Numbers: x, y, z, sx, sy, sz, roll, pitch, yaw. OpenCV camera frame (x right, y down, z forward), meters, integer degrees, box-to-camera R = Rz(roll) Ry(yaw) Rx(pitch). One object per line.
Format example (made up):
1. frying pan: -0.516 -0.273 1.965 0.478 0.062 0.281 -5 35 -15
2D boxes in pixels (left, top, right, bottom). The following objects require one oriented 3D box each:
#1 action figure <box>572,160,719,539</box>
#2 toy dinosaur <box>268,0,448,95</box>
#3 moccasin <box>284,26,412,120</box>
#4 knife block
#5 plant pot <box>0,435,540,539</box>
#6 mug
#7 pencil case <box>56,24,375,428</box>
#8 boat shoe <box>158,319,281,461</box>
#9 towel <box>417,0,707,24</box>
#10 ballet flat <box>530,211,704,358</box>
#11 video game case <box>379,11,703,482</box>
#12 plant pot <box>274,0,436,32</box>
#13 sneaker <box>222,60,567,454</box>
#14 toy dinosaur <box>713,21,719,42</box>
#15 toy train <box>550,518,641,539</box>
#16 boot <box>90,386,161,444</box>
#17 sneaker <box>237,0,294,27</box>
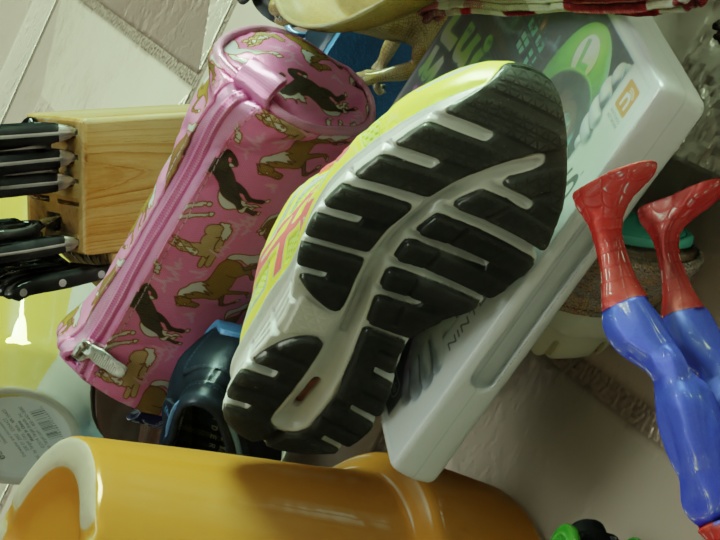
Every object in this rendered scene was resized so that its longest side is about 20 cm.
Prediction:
1. action figure: 0.132 0.056 0.588 0.099 0.065 0.200 -25 67 41
2. toy dinosaur: 0.055 -0.131 0.908 0.058 0.200 0.101 49 155 33
3. moccasin: 0.014 -0.142 1.017 0.068 0.080 0.200 21 76 51
4. knife block: -0.131 -0.060 0.982 0.064 0.176 0.200 12 61 52
5. plant pot: -0.053 0.154 0.762 0.200 0.183 0.200 -45 33 40
6. mug: -0.231 0.048 1.203 0.153 0.186 0.149 -95 28 -50
7. pencil case: -0.069 -0.021 0.888 0.200 0.083 0.087 -56 15 30
8. boat shoe: -0.080 0.117 0.892 0.069 0.084 0.200 -57 -28 -54
9. towel: 0.099 -0.158 0.725 0.144 0.023 0.200 -60 27 -9
10. ballet flat: 0.081 -0.002 0.784 0.200 0.068 0.067 -141 55 -69
11. video game case: 0.051 -0.044 0.758 0.182 0.023 0.200 -56 24 24
12. plant pot: 0.039 -0.176 0.789 0.200 0.027 0.200 -38 31 28
13. sneaker: 0.006 -0.019 0.708 0.200 0.078 0.090 -48 27 40
14. toy dinosaur: 0.162 -0.161 0.751 0.101 0.058 0.200 -17 61 40
15. toy train: 0.088 0.169 0.639 0.200 0.042 0.056 -99 29 -49
16. boot: -0.111 0.098 1.043 0.200 0.064 0.186 -93 23 -48
17. sneaker: -0.020 -0.195 1.140 0.200 0.078 0.112 -124 55 -74
